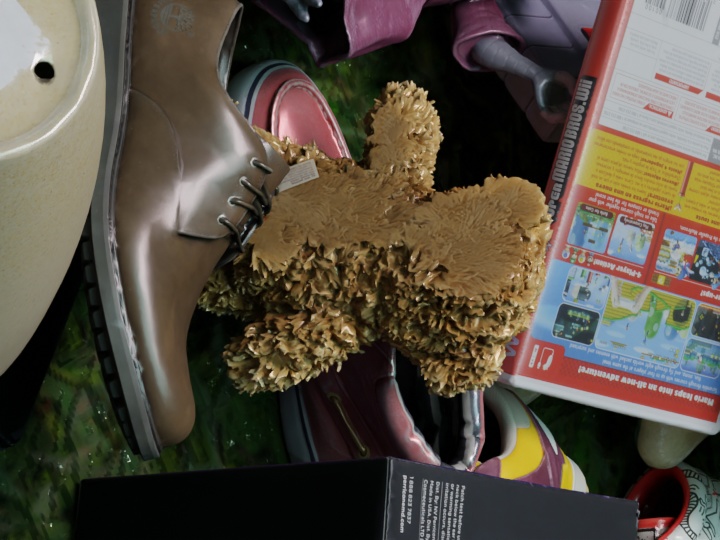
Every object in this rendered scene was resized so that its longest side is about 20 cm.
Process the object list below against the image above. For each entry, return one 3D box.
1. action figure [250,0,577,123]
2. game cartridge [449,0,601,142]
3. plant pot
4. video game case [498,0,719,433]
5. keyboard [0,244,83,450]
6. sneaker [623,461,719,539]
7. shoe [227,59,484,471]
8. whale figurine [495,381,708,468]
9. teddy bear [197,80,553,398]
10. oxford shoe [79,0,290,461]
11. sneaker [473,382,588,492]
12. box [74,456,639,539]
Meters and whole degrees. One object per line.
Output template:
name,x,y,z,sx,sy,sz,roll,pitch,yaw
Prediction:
action figure,0.025,-0.140,1.148,0.199,0.148,0.135,-3,100,-45
game cartridge,0.138,-0.113,1.262,0.199,0.038,0.130,-1,44,-42
plant pot,-0.163,-0.051,0.883,0.186,0.200,0.189,7,73,-23
video game case,0.141,-0.034,1.158,0.142,0.017,0.201,15,92,-41
keyboard,-0.145,-0.035,1.052,0.104,0.039,0.201,52,49,-53
sneaker,0.153,0.195,1.258,0.108,0.067,0.202,37,58,-31
shoe,0.000,0.000,1.128,0.071,0.091,0.202,-15,94,-42
whale figurine,0.140,0.018,1.263,0.199,0.104,0.160,-10,105,-19
teddy bear,-0.014,-0.011,1.068,0.067,0.198,0.146,70,23,-57
oxford shoe,-0.070,-0.024,1.009,0.084,0.073,0.202,0,75,-2
sneaker,0.050,0.138,1.144,0.090,0.075,0.201,50,31,-31
box,-0.006,0.125,1.034,0.141,0.199,0.080,17,73,-40
